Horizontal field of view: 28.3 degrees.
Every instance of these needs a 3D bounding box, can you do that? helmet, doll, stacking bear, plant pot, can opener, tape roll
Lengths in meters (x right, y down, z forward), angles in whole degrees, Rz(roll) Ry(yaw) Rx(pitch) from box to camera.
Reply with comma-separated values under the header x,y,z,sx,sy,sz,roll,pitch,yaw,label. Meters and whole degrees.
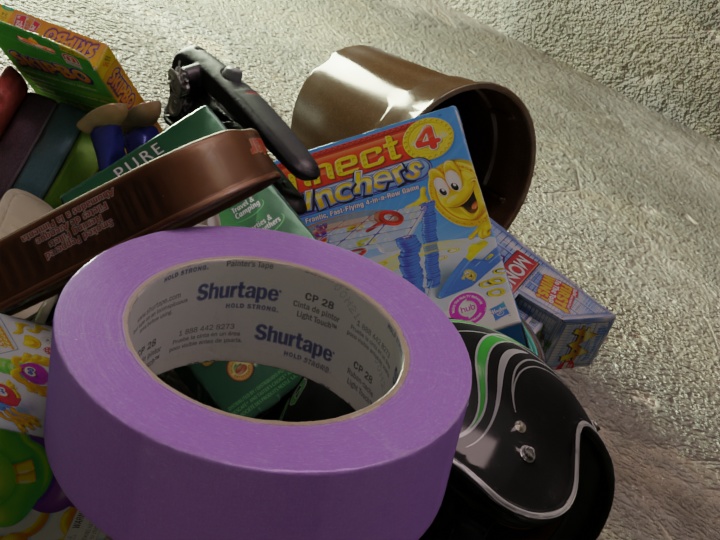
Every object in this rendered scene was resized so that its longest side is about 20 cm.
x,y,z,sx,sy,sz,roll,pitch,yaw,label
0.046,0.122,0.840,0.198,0.202,0.191,30,26,9,helmet
-0.142,-0.017,1.005,0.136,0.048,0.203,-14,81,-59,doll
-0.207,-0.055,1.073,0.199,0.122,0.114,32,23,-15,stacking bear
0.043,-0.128,1.453,0.198,0.203,0.198,8,20,-42,plant pot
-0.083,-0.105,1.012,0.078,0.064,0.200,-5,29,-30,can opener
-0.049,0.057,0.681,0.197,0.066,0.201,9,31,-5,tape roll

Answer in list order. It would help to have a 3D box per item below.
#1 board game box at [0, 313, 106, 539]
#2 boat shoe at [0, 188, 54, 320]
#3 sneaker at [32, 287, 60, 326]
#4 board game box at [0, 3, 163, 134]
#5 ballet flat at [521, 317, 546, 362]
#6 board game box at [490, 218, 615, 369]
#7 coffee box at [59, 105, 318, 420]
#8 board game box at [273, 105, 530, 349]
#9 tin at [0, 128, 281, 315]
x,y,z,sx,sy,sz,roll,pitch,yaw,label
-0.225,0.082,0.712,0.198,0.104,0.105,17,24,-26,board game box
-0.243,0.009,0.930,0.072,0.060,0.201,36,19,-13,boat shoe
-0.171,0.040,0.899,0.066,0.091,0.201,23,20,-8,sneaker
-0.208,-0.136,1.070,0.094,0.030,0.200,22,-12,15,board game box
0.075,0.042,1.156,0.199,0.074,0.073,36,22,30,ballet flat
0.117,0.032,1.273,0.198,0.062,0.200,31,33,12,board game box
-0.090,0.000,0.921,0.200,0.122,0.044,49,-19,17,coffee box
0.000,0.000,0.998,0.056,0.197,0.198,68,7,-53,board game box
-0.138,-0.024,0.792,0.042,0.198,0.112,65,11,2,tin
